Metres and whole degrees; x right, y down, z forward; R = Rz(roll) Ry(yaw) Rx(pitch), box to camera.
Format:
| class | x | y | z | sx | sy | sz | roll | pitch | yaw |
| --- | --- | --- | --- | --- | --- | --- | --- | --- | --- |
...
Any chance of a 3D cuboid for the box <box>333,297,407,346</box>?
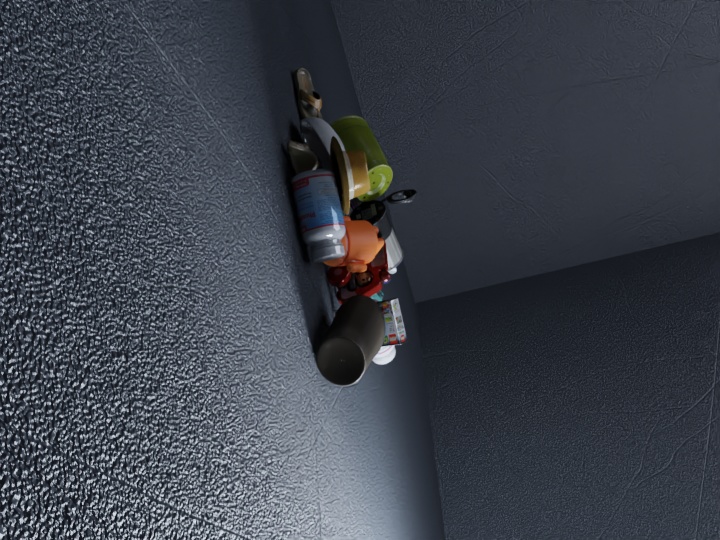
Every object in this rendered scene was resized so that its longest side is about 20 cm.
| class | x | y | z | sx | sy | sz | roll | pitch | yaw |
| --- | --- | --- | --- | --- | --- | --- | --- | --- | --- |
| box | 0.022 | 0.141 | 1.428 | 0.034 | 0.197 | 0.113 | -12 | 88 | -50 |

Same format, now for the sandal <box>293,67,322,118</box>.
| class | x | y | z | sx | sy | sz | roll | pitch | yaw |
| --- | --- | --- | --- | --- | --- | --- | --- | --- | --- |
| sandal | -0.143 | -0.501 | 1.629 | 0.079 | 0.053 | 0.204 | -6 | 79 | -48 |

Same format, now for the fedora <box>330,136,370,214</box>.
| class | x | y | z | sx | sy | sz | roll | pitch | yaw |
| --- | --- | --- | --- | --- | --- | --- | --- | --- | --- |
| fedora | -0.021 | -0.233 | 1.351 | 0.201 | 0.080 | 0.205 | 169 | -90 | -82 |

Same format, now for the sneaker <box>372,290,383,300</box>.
| class | x | y | z | sx | sy | sz | roll | pitch | yaw |
| --- | --- | --- | --- | --- | --- | --- | --- | --- | --- |
| sneaker | 0.026 | 0.065 | 1.915 | 0.200 | 0.082 | 0.123 | 8 | 60 | -82 |

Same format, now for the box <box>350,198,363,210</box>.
| class | x | y | z | sx | sy | sz | roll | pitch | yaw |
| --- | --- | --- | --- | --- | --- | --- | --- | --- | --- |
| box | -0.048 | -0.276 | 1.833 | 0.202 | 0.036 | 0.144 | 59 | -4 | 33 |

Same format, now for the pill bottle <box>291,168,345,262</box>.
| class | x | y | z | sx | sy | sz | roll | pitch | yaw |
| --- | --- | --- | --- | --- | --- | --- | --- | --- | --- |
| pill bottle | -0.095 | -0.128 | 1.328 | 0.109 | 0.106 | 0.205 | 19 | 58 | -79 |

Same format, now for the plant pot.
| class | x | y | z | sx | sy | sz | roll | pitch | yaw |
| --- | --- | --- | --- | --- | --- | --- | --- | --- | --- |
| plant pot | -0.006 | -0.312 | 1.644 | 0.194 | 0.199 | 0.201 | 52 | -5 | 30 |

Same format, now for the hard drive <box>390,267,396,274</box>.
| class | x | y | z | sx | sy | sz | roll | pitch | yaw |
| --- | --- | --- | --- | --- | --- | --- | --- | --- | --- |
| hard drive | 0.027 | -0.062 | 1.858 | 0.197 | 0.027 | 0.135 | 7 | 64 | -37 |

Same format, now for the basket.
| class | x | y | z | sx | sy | sz | roll | pitch | yaw |
| --- | --- | --- | --- | --- | --- | --- | --- | --- | --- |
| basket | -0.024 | 0.173 | 1.293 | 0.200 | 0.133 | 0.184 | -51 | 153 | -72 |

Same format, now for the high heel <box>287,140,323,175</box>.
| class | x | y | z | sx | sy | sz | roll | pitch | yaw |
| --- | --- | --- | --- | --- | --- | --- | --- | --- | --- |
| high heel | -0.152 | -0.295 | 1.436 | 0.144 | 0.071 | 0.200 | 57 | 8 | 36 |

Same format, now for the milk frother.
| class | x | y | z | sx | sy | sz | roll | pitch | yaw |
| --- | --- | --- | --- | --- | --- | --- | --- | --- | --- |
| milk frother | 0.092 | -0.130 | 1.687 | 0.190 | 0.196 | 0.183 | 62 | 29 | -41 |

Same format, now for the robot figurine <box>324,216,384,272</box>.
| class | x | y | z | sx | sy | sz | roll | pitch | yaw |
| --- | --- | --- | --- | --- | --- | --- | --- | --- | --- |
| robot figurine | -0.033 | -0.070 | 1.455 | 0.116 | 0.197 | 0.147 | 8 | -79 | 53 |

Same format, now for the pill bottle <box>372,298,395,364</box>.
| class | x | y | z | sx | sy | sz | roll | pitch | yaw |
| --- | --- | --- | --- | --- | --- | --- | --- | --- | --- |
| pill bottle | 0.046 | 0.192 | 1.714 | 0.110 | 0.106 | 0.202 | -93 | 167 | -48 |

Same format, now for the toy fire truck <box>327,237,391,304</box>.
| class | x | y | z | sx | sy | sz | roll | pitch | yaw |
| --- | --- | --- | --- | --- | --- | --- | --- | --- | --- |
| toy fire truck | 0.000 | 0.000 | 1.552 | 0.113 | 0.164 | 0.203 | 67 | 13 | -45 |

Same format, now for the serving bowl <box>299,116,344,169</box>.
| class | x | y | z | sx | sy | sz | roll | pitch | yaw |
| --- | --- | --- | --- | --- | --- | --- | --- | --- | --- |
| serving bowl | -0.088 | -0.327 | 1.519 | 0.202 | 0.065 | 0.201 | 56 | -13 | 20 |
